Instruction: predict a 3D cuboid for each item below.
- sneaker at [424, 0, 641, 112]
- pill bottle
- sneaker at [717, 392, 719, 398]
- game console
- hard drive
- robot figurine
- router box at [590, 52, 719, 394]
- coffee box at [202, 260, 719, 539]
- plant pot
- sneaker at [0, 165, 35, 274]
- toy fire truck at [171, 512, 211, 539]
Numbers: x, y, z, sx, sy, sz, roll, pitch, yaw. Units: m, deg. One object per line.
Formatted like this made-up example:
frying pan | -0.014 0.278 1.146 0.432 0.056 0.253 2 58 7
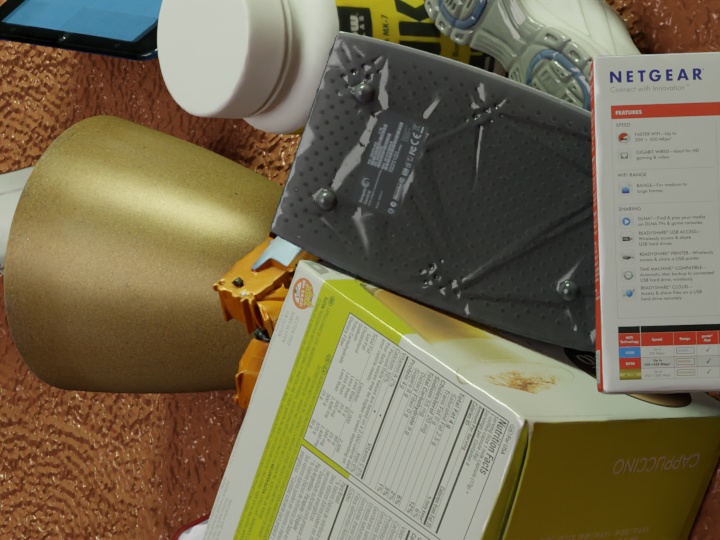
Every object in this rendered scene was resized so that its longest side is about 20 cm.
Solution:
sneaker | 0.106 -0.151 1.549 0.200 0.087 0.075 56 130 22
pill bottle | -0.017 -0.139 1.587 0.114 0.199 0.115 3 94 51
sneaker | 0.203 0.001 1.449 0.066 0.090 0.201 -9 82 39
game console | -0.164 -0.242 1.793 0.199 0.118 0.172 12 107 43
hard drive | 0.062 -0.046 1.477 0.199 0.042 0.136 20 98 7
robot figurine | 0.000 0.000 1.575 0.058 0.200 0.145 30 143 35
router box | 0.224 -0.026 1.382 0.199 0.049 0.181 -1 87 4
coffee box | 0.061 0.128 1.511 0.197 0.199 0.201 33 111 39
plant pot | -0.098 0.003 1.705 0.199 0.186 0.187 10 96 29
sneaker | -0.272 -0.023 1.927 0.199 0.073 0.085 -12 78 42
toy fire truck | -0.039 0.239 1.687 0.167 0.112 0.201 -26 68 13
